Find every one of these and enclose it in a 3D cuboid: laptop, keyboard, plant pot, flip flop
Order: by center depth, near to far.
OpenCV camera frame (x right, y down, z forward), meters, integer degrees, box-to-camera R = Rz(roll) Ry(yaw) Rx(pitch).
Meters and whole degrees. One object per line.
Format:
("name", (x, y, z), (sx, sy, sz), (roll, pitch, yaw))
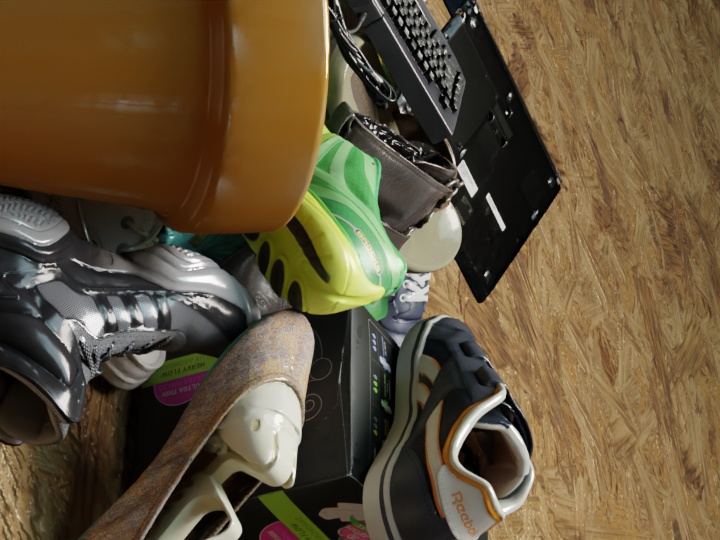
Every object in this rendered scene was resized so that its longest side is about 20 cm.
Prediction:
("plant pot", (-0.134, -0.116, 1.007), (0.200, 0.182, 0.202), (177, -90, -69))
("keyboard", (0.009, -0.163, 1.217), (0.201, 0.020, 0.128), (56, 35, -28))
("flip flop", (0.029, -0.071, 1.277), (0.081, 0.057, 0.201), (-67, 147, -37))
("laptop", (0.065, -0.110, 1.449), (0.200, 0.103, 0.178), (-54, 129, -31))

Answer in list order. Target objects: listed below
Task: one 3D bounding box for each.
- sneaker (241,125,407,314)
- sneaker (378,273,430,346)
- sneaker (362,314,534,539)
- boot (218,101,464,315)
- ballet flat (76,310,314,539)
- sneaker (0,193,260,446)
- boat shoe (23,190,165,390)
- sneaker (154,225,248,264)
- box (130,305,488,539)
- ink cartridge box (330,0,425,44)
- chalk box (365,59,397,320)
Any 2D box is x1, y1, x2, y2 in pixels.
("sneaker", (-0.037, -0.053, 1.135), (0.083, 0.074, 0.201), (5, 47, -41))
("sneaker", (0.040, -0.016, 1.521), (0.070, 0.108, 0.202), (-3, 77, -68))
("sneaker", (0.061, 0.090, 1.126), (0.079, 0.079, 0.201), (62, 24, -26))
("boot", (0.000, 0.000, 1.243), (0.200, 0.174, 0.069), (36, 12, -48))
("ballet flat", (-0.074, 0.111, 1.049), (0.201, 0.067, 0.068), (-53, 134, -12))
("sneaker", (-0.140, 0.041, 1.037), (0.199, 0.075, 0.115), (21, 60, -36))
("boat shoe", (-0.143, -0.032, 1.123), (0.071, 0.069, 0.202), (-42, 115, -68))
("sneaker", (-0.114, -0.040, 1.230), (0.080, 0.077, 0.201), (-55, 136, -28))
("box", (-0.026, 0.127, 1.194), (0.200, 0.147, 0.125), (49, 33, -48))
("ink cartridge box", (-0.053, -0.201, 1.310), (0.200, 0.143, 0.085), (-43, 141, -57))
("chalk box", (-0.007, -0.063, 1.416), (0.125, 0.123, 0.202), (-20, 93, -69))
